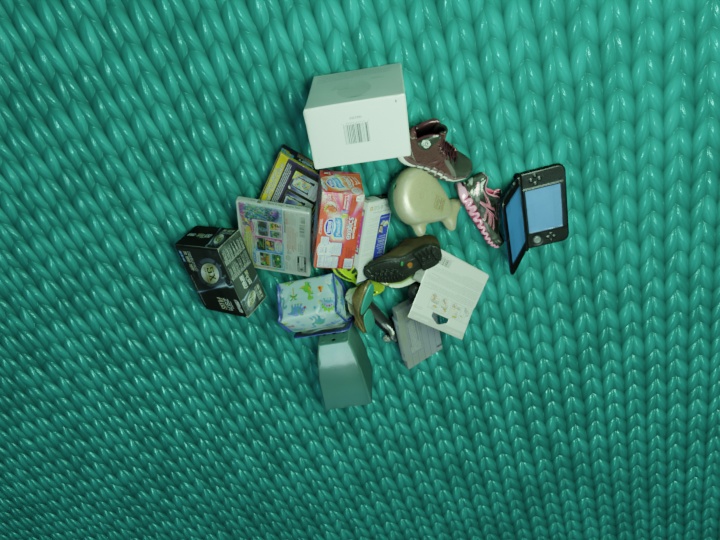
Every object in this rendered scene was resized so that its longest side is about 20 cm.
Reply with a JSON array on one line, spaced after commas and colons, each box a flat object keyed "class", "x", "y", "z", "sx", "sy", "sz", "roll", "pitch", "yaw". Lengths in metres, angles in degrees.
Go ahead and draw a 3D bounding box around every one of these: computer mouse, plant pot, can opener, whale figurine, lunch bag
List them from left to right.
[{"class": "lunch bag", "x": -0.112, "y": 0.104, "z": 1.387, "sx": 0.163, "sy": 0.133, "sz": 0.201, "roll": -9, "pitch": 160, "yaw": 9}, {"class": "plant pot", "x": -0.051, "y": 0.253, "z": 1.482, "sx": 0.135, "sy": 0.143, "sz": 0.206, "roll": -9, "pitch": 120, "yaw": 8}, {"class": "can opener", "x": 0.053, "y": 0.128, "z": 1.450, "sx": 0.198, "sy": 0.080, "sz": 0.063, "roll": 41, "pitch": 155, "yaw": -18}, {"class": "whale figurine", "x": 0.146, "y": -0.159, "z": 1.235, "sx": 0.195, "sy": 0.102, "sz": 0.166, "roll": 17, "pitch": 85, "yaw": -33}, {"class": "computer mouse", "x": 0.202, "y": 0.070, "z": 1.379, "sx": 0.194, "sy": 0.034, "sz": 0.061, "roll": 13, "pitch": 106, "yaw": -30}]

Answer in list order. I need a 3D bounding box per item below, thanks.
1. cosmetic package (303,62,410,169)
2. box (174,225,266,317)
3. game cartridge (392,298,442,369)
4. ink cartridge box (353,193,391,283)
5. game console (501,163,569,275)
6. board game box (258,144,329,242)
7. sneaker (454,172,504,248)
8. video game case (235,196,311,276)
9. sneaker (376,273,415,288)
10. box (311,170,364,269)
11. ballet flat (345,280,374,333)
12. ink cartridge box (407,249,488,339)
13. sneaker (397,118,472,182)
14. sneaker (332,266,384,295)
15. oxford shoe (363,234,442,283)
[{"class": "cosmetic package", "x": -0.002, "y": -0.316, "z": 1.071, "sx": 0.191, "sy": 0.203, "sz": 0.126, "roll": -6, "pitch": 127, "yaw": 7}, {"class": "box", "x": -0.346, "y": 0.002, "z": 1.322, "sx": 0.159, "sy": 0.087, "sz": 0.206, "roll": 7, "pitch": 129, "yaw": 32}, {"class": "game cartridge", "x": 0.154, "y": 0.159, "z": 1.439, "sx": 0.126, "sy": 0.038, "sz": 0.206, "roll": -24, "pitch": 123, "yaw": -15}, {"class": "ink cartridge box", "x": 0.025, "y": -0.076, "z": 1.273, "sx": 0.036, "sy": 0.093, "sz": 0.208, "roll": 24, "pitch": 118, "yaw": 35}, {"class": "game console", "x": 0.409, "y": -0.117, "z": 1.233, "sx": 0.164, "sy": 0.120, "sz": 0.205, "roll": -12, "pitch": 123, "yaw": 10}, {"class": "board game box", "x": -0.154, "y": -0.167, "z": 1.261, "sx": 0.161, "sy": 0.057, "sz": 0.203, "roll": 27, "pitch": 121, "yaw": -12}, {"class": "sneaker", "x": 0.304, "y": -0.144, "z": 1.253, "sx": 0.094, "sy": 0.080, "sz": 0.202, "roll": -33, "pitch": 118, "yaw": 9}, {"class": "video game case", "x": -0.205, "y": -0.078, "z": 1.274, "sx": 0.174, "sy": 0.024, "sz": 0.205, "roll": 9, "pitch": 134, "yaw": 3}, {"class": "sneaker", "x": 0.116, "y": -0.015, "z": 1.327, "sx": 0.193, "sy": 0.076, "sz": 0.092, "roll": -13, "pitch": 105, "yaw": -22}, {"class": "box", "x": -0.055, "y": -0.113, "z": 1.202, "sx": 0.095, "sy": 0.097, "sz": 0.206, "roll": 1, "pitch": 128, "yaw": -11}, {"class": "ballet flat", "x": -0.003, "y": 0.085, "z": 1.346, "sx": 0.071, "sy": 0.069, "sz": 0.203, "roll": 26, "pitch": 151, "yaw": 21}, {"class": "ink cartridge box", "x": 0.212, "y": 0.055, "z": 1.322, "sx": 0.195, "sy": 0.044, "sz": 0.182, "roll": 23, "pitch": 93, "yaw": -31}, {"class": "sneaker", "x": 0.178, "y": -0.260, "z": 1.137, "sx": 0.192, "sy": 0.079, "sz": 0.116, "roll": 9, "pitch": 153, "yaw": -21}, {"class": "sneaker", "x": 0.000, "y": 0.000, "z": 1.352, "sx": 0.072, "sy": 0.086, "sz": 0.199, "roll": -24, "pitch": 138, "yaw": 24}, {"class": "oxford shoe", "x": 0.098, "y": -0.029, "z": 1.259, "sx": 0.193, "sy": 0.086, "sz": 0.074, "roll": -18, "pitch": 127, "yaw": 13}]
